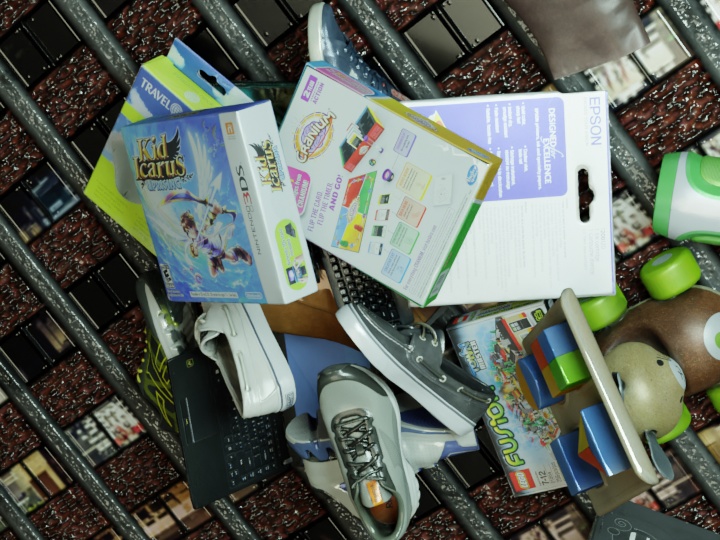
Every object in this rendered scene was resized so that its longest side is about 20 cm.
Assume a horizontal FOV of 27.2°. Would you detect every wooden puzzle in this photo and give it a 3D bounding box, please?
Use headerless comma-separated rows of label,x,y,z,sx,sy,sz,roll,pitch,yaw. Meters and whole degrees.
wooden puzzle,0.196,0.129,1.365,0.046,0.200,0.186,-20,75,-9

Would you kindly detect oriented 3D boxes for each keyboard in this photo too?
keyboard,-0.023,-0.021,1.448,0.104,0.040,0.201,-13,105,21

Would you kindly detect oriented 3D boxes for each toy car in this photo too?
toy car,0.277,0.102,1.387,0.157,0.200,0.165,-27,101,25

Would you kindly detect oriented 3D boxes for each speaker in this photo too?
speaker,0.371,-0.057,1.357,0.199,0.088,0.089,9,114,14

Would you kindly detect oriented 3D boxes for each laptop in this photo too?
laptop,-0.084,0.154,1.579,0.103,0.199,0.178,18,122,51

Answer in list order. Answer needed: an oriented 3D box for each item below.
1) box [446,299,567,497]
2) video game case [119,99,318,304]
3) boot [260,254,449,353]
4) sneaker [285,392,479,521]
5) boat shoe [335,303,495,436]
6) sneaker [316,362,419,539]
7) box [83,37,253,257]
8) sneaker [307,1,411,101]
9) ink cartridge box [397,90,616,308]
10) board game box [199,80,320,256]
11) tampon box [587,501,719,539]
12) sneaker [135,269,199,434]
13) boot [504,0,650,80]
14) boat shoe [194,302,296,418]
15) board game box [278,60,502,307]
box,0.175,0.128,1.524,0.110,0.035,0.201,-17,105,23
video game case,-0.137,-0.061,1.410,0.199,0.045,0.182,0,107,50
boot,0.000,0.000,1.505,0.199,0.069,0.189,18,121,5
sneaker,0.028,0.199,1.571,0.198,0.081,0.116,-7,117,5
boat shoe,0.060,0.085,1.453,0.066,0.070,0.200,-44,115,7
sneaker,0.010,0.181,1.476,0.074,0.079,0.201,-16,111,13
box,-0.194,-0.120,1.514,0.122,0.048,0.200,40,126,11
sneaker,0.011,-0.170,1.442,0.084,0.075,0.201,-14,112,15
ink cartridge box,0.138,-0.068,1.412,0.199,0.043,0.199,-3,100,2
board game box,-0.089,-0.094,1.523,0.134,0.028,0.201,2,112,17
tampon box,0.283,0.363,1.532,0.149,0.126,0.201,19,115,9
sneaker,-0.212,0.098,1.614,0.084,0.074,0.201,-12,107,22
boot,0.150,-0.251,1.357,0.199,0.072,0.167,-15,104,19
boat shoe,-0.135,0.064,1.509,0.201,0.065,0.072,62,152,24
board game box,0.011,-0.082,1.381,0.199,0.040,0.154,31,110,13
